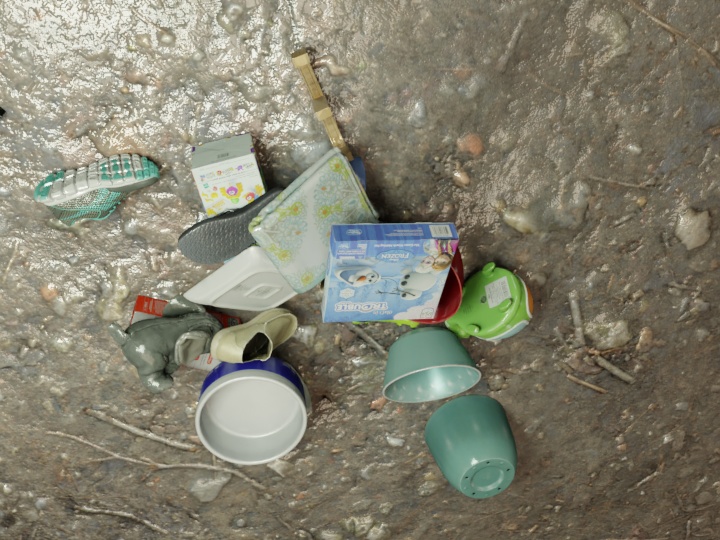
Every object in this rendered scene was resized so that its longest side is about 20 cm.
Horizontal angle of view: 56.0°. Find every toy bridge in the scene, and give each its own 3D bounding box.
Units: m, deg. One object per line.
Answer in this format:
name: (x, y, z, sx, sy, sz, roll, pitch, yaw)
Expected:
toy bridge: (-0.062, -0.265, 1.100, 0.027, 0.067, 0.200, -24, 124, 3)

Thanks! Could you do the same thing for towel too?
towel: (-0.070, -0.079, 1.100, 0.200, 0.048, 0.171, -45, 134, -12)

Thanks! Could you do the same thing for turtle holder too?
turtle holder: (0.259, 0.085, 1.340, 0.132, 0.141, 0.186, 24, 107, -41)

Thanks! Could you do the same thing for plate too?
plate: (-0.174, 0.025, 1.189, 0.199, 0.032, 0.200, -30, 154, 33)

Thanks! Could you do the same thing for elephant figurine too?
elephant figurine: (-0.307, 0.113, 1.193, 0.200, 0.155, 0.142, -29, 87, -8)

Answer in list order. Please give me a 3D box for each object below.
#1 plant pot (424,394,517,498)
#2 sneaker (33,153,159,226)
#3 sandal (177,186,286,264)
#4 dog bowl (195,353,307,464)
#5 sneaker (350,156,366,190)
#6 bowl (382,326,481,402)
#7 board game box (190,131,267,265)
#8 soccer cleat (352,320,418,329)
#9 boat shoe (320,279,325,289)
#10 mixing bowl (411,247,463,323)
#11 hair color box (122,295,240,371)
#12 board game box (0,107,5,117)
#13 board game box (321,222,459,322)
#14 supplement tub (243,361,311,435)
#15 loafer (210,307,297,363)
plant pot: (0.260, 0.409, 1.523, 0.200, 0.161, 0.201, -5, 122, -8)
sneaker: (-0.424, -0.130, 1.119, 0.199, 0.078, 0.091, -13, 138, 1)
sandal: (-0.196, -0.071, 1.088, 0.200, 0.043, 0.076, -25, 124, -10)
dog bowl: (-0.200, 0.256, 1.248, 0.199, 0.079, 0.201, -3, 117, -6)
sneaker: (-0.042, -0.107, 1.200, 0.078, 0.070, 0.200, -1, 123, -19)
bowl: (0.134, 0.185, 1.371, 0.200, 0.105, 0.201, -8, 151, -5)
board game box: (-0.205, -0.113, 1.143, 0.105, 0.103, 0.200, -15, 123, -4)
soccer cleat: (0.035, 0.066, 1.332, 0.199, 0.068, 0.081, 5, 107, -20)
boat shoe: (0.001, -0.001, 1.192, 0.066, 0.072, 0.201, 33, 141, -19)
mixing bowl: (0.110, -0.012, 1.244, 0.200, 0.108, 0.200, 18, 136, 18)
hair color box: (-0.337, 0.124, 1.286, 0.200, 0.061, 0.102, 16, 115, -19)
board game box: (-0.662, -0.256, 1.007, 0.135, 0.028, 0.200, -40, 121, 14)
board game box: (0.043, 0.007, 1.116, 0.199, 0.043, 0.199, -2, 139, -11)
supplement tub: (-0.210, 0.282, 1.373, 0.200, 0.123, 0.123, -32, 122, 8)
loafer: (-0.178, 0.125, 1.216, 0.200, 0.068, 0.076, -23, 130, -50)
